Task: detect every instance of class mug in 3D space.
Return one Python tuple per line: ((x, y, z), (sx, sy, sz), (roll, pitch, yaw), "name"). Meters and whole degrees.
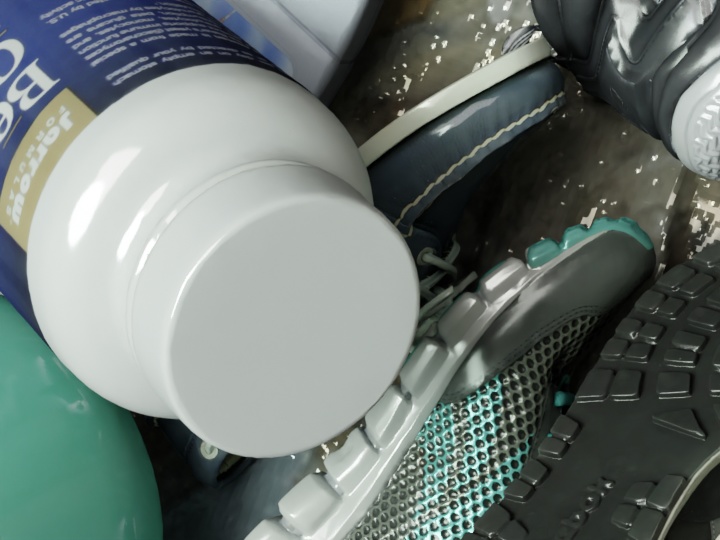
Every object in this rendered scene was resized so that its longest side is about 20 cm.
((-0.153, 0.084, 0.926), (0.184, 0.114, 0.153), (-5, 105, 44), "mug")

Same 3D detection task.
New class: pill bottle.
((-0.063, -0.022, 0.839), (0.111, 0.111, 0.200), (-55, 37, 4), "pill bottle")

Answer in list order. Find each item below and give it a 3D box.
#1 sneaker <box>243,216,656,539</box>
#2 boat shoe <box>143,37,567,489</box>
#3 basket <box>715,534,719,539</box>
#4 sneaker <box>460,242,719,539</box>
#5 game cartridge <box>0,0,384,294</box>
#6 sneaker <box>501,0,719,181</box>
((0.040, 0.073, 0.889), (0.091, 0.078, 0.200), (42, 100, 11), "sneaker")
((0.000, 0.000, 0.909), (0.200, 0.075, 0.062), (-40, 80, 21), "boat shoe")
((0.207, 0.063, 0.764), (0.123, 0.135, 0.200), (42, 96, 30), "basket")
((0.104, 0.071, 0.855), (0.200, 0.088, 0.076), (-45, 46, -17), "sneaker")
((-0.085, -0.072, 0.966), (0.133, 0.042, 0.200), (43, 103, 8), "game cartridge")
((0.116, -0.138, 0.889), (0.113, 0.075, 0.201), (24, 91, 26), "sneaker")
